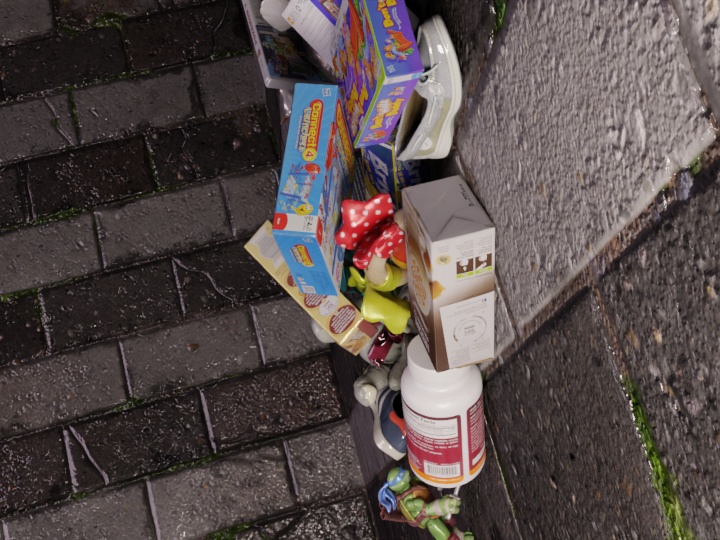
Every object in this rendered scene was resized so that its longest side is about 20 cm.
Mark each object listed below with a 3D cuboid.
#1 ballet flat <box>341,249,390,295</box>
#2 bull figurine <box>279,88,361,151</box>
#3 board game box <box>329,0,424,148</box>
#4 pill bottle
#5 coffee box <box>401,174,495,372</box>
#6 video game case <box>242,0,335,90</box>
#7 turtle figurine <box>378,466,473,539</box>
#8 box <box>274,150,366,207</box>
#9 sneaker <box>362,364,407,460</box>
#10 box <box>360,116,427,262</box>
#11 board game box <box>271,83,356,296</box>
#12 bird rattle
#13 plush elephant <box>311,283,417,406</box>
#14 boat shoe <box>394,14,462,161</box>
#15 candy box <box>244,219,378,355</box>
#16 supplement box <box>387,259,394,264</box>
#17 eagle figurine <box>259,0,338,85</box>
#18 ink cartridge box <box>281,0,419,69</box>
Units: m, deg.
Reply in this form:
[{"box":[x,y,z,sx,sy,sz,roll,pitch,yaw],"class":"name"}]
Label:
[{"box":[0.000,0.000,1.350,0.199,0.069,0.069,-156,57,-66],"class":"ballet flat"},{"box":[-0.047,-0.240,1.426,0.066,0.197,0.122,-56,20,24],"class":"bull figurine"},{"box":[0.013,-0.243,1.024,0.200,0.044,0.138,125,132,-73],"class":"board game box"},{"box":[0.112,0.185,1.208,0.114,0.110,0.204,-116,16,-54],"class":"pill bottle"},{"box":[0.106,0.007,1.072,0.115,0.078,0.203,-113,13,-51],"class":"coffee box"},{"box":[-0.081,-0.358,1.409,0.023,0.196,0.186,-43,56,47],"class":"video game case"},{"box":[0.143,0.366,1.426,0.143,0.199,0.196,-2,124,59],"class":"turtle figurine"},{"box":[-0.029,-0.105,1.406,0.149,0.195,0.110,106,149,-74],"class":"box"},{"box":[0.058,0.201,1.392,0.074,0.085,0.201,34,-160,-28],"class":"sneaker"},{"box":[0.050,-0.111,1.247,0.069,0.064,0.203,29,141,38],"class":"box"},{"box":[-0.054,-0.096,1.132,0.201,0.054,0.201,73,-157,-68],"class":"board game box"},{"box":[0.042,-0.032,1.164,0.112,0.161,0.203,41,150,39],"class":"bird rattle"},{"box":[0.054,0.083,1.355,0.167,0.197,0.156,59,142,25],"class":"plush elephant"},{"box":[0.073,-0.200,1.021,0.203,0.063,0.076,92,162,-59],"class":"boat shoe"},{"box":[-0.067,0.026,1.260,0.200,0.055,0.115,45,179,17],"class":"candy box"},{"box":[0.003,-0.103,1.618,0.128,0.072,0.202,84,169,-44],"class":"supplement box"},{"box":[-0.044,-0.370,1.309,0.152,0.149,0.202,-53,45,30],"class":"eagle figurine"},{"box":[-0.001,-0.308,1.161,0.200,0.044,0.198,46,161,-9],"class":"ink cartridge box"}]
